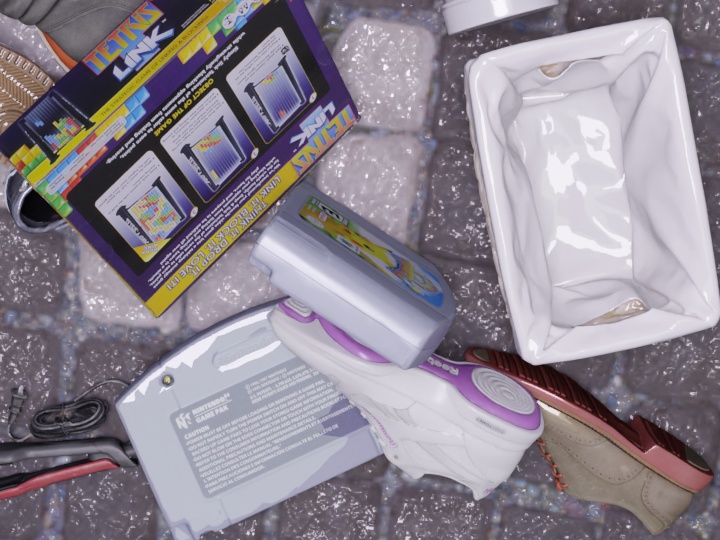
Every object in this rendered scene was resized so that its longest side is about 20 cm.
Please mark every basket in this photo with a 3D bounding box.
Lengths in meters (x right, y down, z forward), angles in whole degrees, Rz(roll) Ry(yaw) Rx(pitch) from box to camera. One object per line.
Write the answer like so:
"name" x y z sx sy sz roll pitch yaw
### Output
"basket" 0.147 -0.056 0.813 0.133 0.123 0.203 -11 98 2

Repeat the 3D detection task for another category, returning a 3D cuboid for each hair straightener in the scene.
"hair straightener" -0.236 0.123 0.885 0.197 0.041 0.078 -12 98 2

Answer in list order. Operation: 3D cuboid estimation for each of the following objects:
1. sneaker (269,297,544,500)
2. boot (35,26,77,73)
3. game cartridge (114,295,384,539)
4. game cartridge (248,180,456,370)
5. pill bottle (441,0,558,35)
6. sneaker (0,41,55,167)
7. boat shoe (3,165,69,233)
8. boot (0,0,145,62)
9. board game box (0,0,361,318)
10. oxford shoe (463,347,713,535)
"sneaker" 0.020 0.089 0.824 0.198 0.075 0.100 29 120 6
"boot" -0.204 -0.218 0.805 0.074 0.107 0.203 -17 100 0
"game cartridge" -0.066 0.095 0.868 0.198 0.041 0.135 -23 101 -6
"game cartridge" 0.000 0.000 0.784 0.133 0.200 0.041 36 101 -5
"pill bottle" 0.069 -0.263 0.791 0.111 0.112 0.203 -14 97 3
"sneaker" -0.282 -0.148 0.841 0.199 0.109 0.070 36 95 -35
"boat shoe" -0.153 -0.091 0.824 0.198 0.068 0.072 -32 115 -7
"boot" -0.148 -0.219 0.748 0.130 0.068 0.201 32 100 -35
"board game box" -0.106 -0.090 0.772 0.200 0.166 0.057 -44 58 -9
"oxford shoe" 0.151 0.125 0.867 0.198 0.070 0.075 30 104 -1
